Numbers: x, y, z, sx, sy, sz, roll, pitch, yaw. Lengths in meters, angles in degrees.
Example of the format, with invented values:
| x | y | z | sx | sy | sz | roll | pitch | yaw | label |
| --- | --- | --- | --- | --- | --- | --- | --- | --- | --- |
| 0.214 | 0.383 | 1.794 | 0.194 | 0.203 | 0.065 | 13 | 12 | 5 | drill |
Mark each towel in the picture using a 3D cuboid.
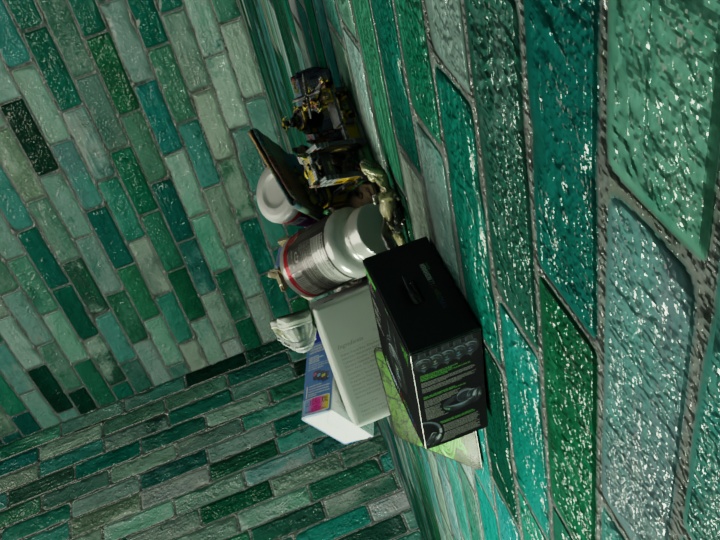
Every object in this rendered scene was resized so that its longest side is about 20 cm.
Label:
| x | y | z | sx | sy | sz | roll | pitch | yaw | label |
| --- | --- | --- | --- | --- | --- | --- | --- | --- | --- |
| -0.108 | -0.149 | 1.313 | 0.148 | 0.022 | 0.200 | 58 | -171 | 12 | towel |

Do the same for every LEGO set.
| x | y | z | sx | sy | sz | roll | pitch | yaw | label |
| --- | --- | --- | --- | --- | --- | --- | --- | --- | --- |
| -0.072 | -0.189 | 1.237 | 0.153 | 0.114 | 0.204 | -13 | 90 | 53 | LEGO set |

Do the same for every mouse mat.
| x | y | z | sx | sy | sz | roll | pitch | yaw | label |
| --- | --- | --- | --- | --- | --- | --- | --- | --- | --- |
| 0.100 | 0.204 | 1.182 | 0.159 | 0.008 | 0.202 | 15 | 136 | 34 | mouse mat |

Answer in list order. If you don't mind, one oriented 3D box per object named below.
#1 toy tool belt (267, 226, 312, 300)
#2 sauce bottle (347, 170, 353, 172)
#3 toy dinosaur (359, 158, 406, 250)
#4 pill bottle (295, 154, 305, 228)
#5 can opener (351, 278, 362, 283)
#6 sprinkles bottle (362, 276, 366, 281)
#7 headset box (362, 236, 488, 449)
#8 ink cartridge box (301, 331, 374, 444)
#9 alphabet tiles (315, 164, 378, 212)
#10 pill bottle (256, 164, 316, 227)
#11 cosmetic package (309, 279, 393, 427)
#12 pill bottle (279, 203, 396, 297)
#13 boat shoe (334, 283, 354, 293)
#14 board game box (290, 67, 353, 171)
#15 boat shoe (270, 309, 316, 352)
| x | y | z | sx | sy | sz | roll | pitch | yaw | label |
| --- | --- | --- | --- | --- | --- | --- | --- | --- | --- |
| -0.115 | -0.021 | 1.464 | 0.200 | 0.121 | 0.127 | 148 | 131 | -64 | toy tool belt |
| -0.008 | -0.085 | 1.454 | 0.202 | 0.064 | 0.065 | 76 | 171 | -45 | sauce bottle |
| 0.045 | -0.058 | 1.130 | 0.089 | 0.047 | 0.203 | -91 | -14 | -60 | toy dinosaur |
| -0.079 | -0.148 | 1.684 | 0.114 | 0.112 | 0.204 | -179 | 69 | -84 | pill bottle |
| 0.000 | 0.000 | 1.410 | 0.200 | 0.066 | 0.054 | 172 | 112 | -80 | can opener |
| 0.047 | 0.094 | 1.510 | 0.068 | 0.067 | 0.203 | -121 | 13 | -63 | sprinkles bottle |
| 0.082 | 0.086 | 1.008 | 0.175 | 0.091 | 0.202 | -115 | 10 | -45 | headset box |
| -0.035 | 0.196 | 1.485 | 0.136 | 0.075 | 0.203 | 40 | -136 | -42 | ink cartridge box |
| -0.015 | -0.103 | 1.346 | 0.199 | 0.007 | 0.169 | 14 | 131 | 58 | alphabet tiles |
| -0.095 | -0.138 | 1.520 | 0.198 | 0.112 | 0.114 | 4 | -121 | -54 | pill bottle |
| 0.024 | 0.122 | 1.333 | 0.165 | 0.162 | 0.203 | -174 | 64 | -83 | cosmetic package |
| -0.033 | -0.034 | 1.275 | 0.199 | 0.110 | 0.113 | -24 | 85 | 48 | pill bottle |
| -0.017 | 0.032 | 1.548 | 0.201 | 0.073 | 0.066 | 55 | -155 | -22 | boat shoe |
| -0.071 | -0.264 | 1.478 | 0.200 | 0.061 | 0.203 | -127 | 19 | -72 | board game box |
| -0.107 | 0.105 | 1.351 | 0.202 | 0.073 | 0.066 | 147 | 108 | -79 | boat shoe |
